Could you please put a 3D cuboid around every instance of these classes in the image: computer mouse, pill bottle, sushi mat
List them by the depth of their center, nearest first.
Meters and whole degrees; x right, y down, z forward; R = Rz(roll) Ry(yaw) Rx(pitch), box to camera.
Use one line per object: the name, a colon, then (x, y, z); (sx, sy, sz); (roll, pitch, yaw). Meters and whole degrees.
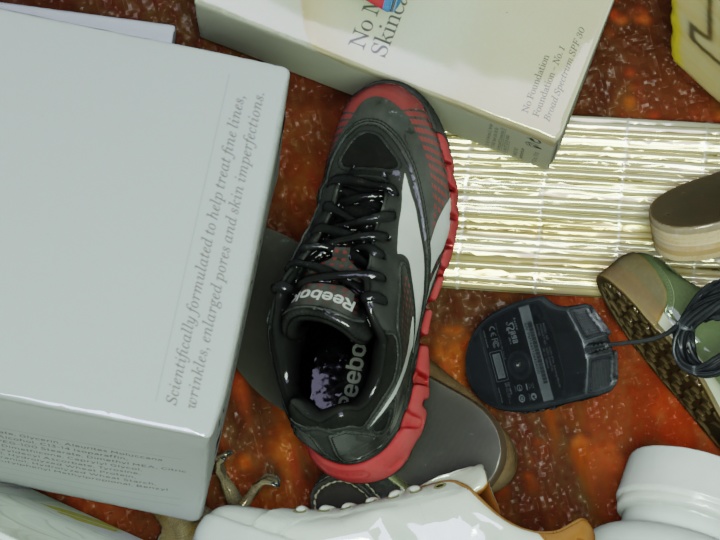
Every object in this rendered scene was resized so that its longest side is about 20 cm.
pill bottle: (0.146, 0.194, 1.495); (0.112, 0.113, 0.201); (18, 70, 1)
computer mouse: (0.134, 0.034, 1.509); (0.199, 0.034, 0.059); (-12, 91, 40)
sushi mat: (0.097, -0.035, 1.575); (0.199, 0.012, 0.096); (3, 84, 0)

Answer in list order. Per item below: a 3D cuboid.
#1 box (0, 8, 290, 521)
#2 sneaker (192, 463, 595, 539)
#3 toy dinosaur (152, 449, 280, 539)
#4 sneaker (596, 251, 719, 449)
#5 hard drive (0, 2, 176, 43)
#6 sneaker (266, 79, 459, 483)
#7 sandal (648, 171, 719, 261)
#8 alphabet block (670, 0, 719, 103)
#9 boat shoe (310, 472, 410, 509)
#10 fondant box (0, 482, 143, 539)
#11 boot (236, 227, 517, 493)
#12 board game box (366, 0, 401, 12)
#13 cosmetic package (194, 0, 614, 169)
box: (-0.150, -0.006, 1.459); (0.199, 0.131, 0.200); (12, 68, 0)
sneaker: (0.020, 0.132, 1.469); (0.199, 0.073, 0.085); (12, 72, 12)
toy dinosaur: (-0.067, 0.168, 1.544); (0.101, 0.058, 0.201); (-23, 81, 13)
sneaker: (0.217, 0.053, 1.547); (0.090, 0.067, 0.200); (-40, 87, -11)
hard drive: (-0.203, -0.075, 1.568); (0.199, 0.027, 0.133); (7, 85, 0)
sneaker: (0.000, 0.000, 1.463); (0.071, 0.098, 0.201); (5, 81, 20)
sandal: (0.255, -0.025, 1.559); (0.211, 0.078, 0.070); (-14, 118, -5)
alphabet block: (0.284, -0.144, 1.456); (0.195, 0.197, 0.200); (-38, 64, -16)
boat shoe: (0.028, 0.188, 1.517); (0.073, 0.065, 0.201); (-33, 84, 37)
fondant box: (-0.138, 0.158, 1.461); (0.199, 0.144, 0.058); (24, 94, 19)
boot: (-0.002, 0.051, 1.545); (0.200, 0.075, 0.074); (40, 98, 17)
board game box: (-0.017, -0.255, 1.519); (0.199, 0.056, 0.196); (30, 57, 9)
cosmetic package: (0.025, -0.139, 1.548); (0.199, 0.073, 0.104); (20, 80, 2)
